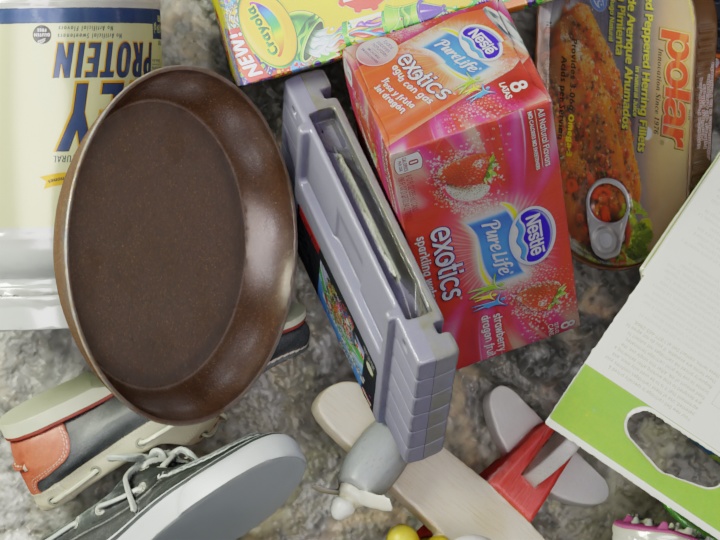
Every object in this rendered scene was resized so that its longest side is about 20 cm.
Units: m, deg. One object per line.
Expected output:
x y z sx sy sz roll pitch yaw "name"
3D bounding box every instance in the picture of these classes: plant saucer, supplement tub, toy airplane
-0.108 -0.014 1.440 0.034 0.200 0.202 1 95 36 "plant saucer"
-0.185 -0.071 1.484 0.144 0.145 0.202 -2 94 -6 "supplement tub"
0.070 0.165 1.528 0.198 0.141 0.201 -1 93 -6 "toy airplane"

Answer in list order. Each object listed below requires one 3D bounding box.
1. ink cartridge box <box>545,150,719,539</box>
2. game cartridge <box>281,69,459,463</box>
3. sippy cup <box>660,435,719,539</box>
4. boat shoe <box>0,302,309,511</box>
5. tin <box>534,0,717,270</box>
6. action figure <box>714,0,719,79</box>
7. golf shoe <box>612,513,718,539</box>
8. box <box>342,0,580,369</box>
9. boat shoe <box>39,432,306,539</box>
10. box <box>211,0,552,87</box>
0.218 0.051 1.463 0.147 0.076 0.201 33 80 14 "ink cartridge box"
0.000 0.000 1.477 0.038 0.130 0.201 -16 61 -17 "game cartridge"
0.250 0.072 1.553 0.130 0.140 0.178 33 64 3 "sippy cup"
-0.117 0.079 1.539 0.199 0.071 0.063 -24 102 -2 "boat shoe"
0.159 -0.101 1.537 0.042 0.111 0.202 -11 107 -49 "tin"
0.257 -0.156 1.549 0.198 0.105 0.195 -8 104 -2 "action figure"
0.218 0.218 1.555 0.199 0.075 0.092 27 74 -31 "golf shoe"
0.061 -0.045 1.483 0.099 0.096 0.201 -18 138 -6 "box"
-0.118 0.138 1.503 0.199 0.073 0.068 -39 59 29 "boat shoe"
-0.008 -0.229 1.505 0.191 0.122 0.202 -16 95 -4 "box"
